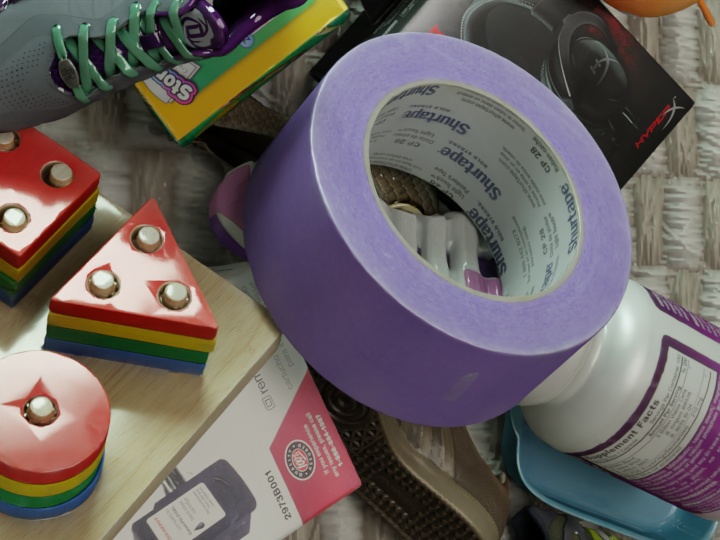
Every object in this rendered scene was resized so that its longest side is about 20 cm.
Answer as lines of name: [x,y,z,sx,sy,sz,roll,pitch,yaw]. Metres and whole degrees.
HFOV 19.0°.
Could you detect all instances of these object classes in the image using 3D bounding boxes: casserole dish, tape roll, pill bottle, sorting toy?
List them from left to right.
sorting toy: [-0.168,0.027,1.083,0.198,0.070,0.200,34,55,10]
tape roll: [0.042,-0.023,1.160,0.199,0.085,0.201,17,52,-22]
casserole dish: [0.165,0.108,1.390,0.199,0.039,0.122,22,76,-30]
pill bottle: [0.167,0.070,1.306,0.199,0.112,0.113,27,73,-29]

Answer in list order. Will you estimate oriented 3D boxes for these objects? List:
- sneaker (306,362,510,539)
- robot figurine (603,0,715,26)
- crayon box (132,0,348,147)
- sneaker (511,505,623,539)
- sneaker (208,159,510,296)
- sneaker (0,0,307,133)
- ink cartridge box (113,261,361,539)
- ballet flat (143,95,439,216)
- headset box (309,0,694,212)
sneaker: [0.016,0.091,1.289,0.200,0.070,0.076,52,36,-17]
robot figurine: [0.151,-0.231,1.243,0.200,0.144,0.117,51,30,7]
crayon box: [-0.112,-0.181,1.163,0.119,0.058,0.200,-37,95,-2]
sneaker: [0.093,0.236,1.325,0.081,0.074,0.201,35,62,-20]
sneaker: [0.000,0.000,1.238,0.199,0.088,0.081,16,54,-21]
sneaker: [-0.114,-0.124,1.075,0.199,0.088,0.075,-30,116,-10]
ink cartridge box: [-0.121,0.105,1.175,0.200,0.084,0.145,-31,103,-30]
ballet flat: [-0.040,-0.063,1.245,0.199,0.067,0.047,29,42,-24]
headset box: [0.080,-0.117,1.299,0.149,0.077,0.200,-48,115,-4]
